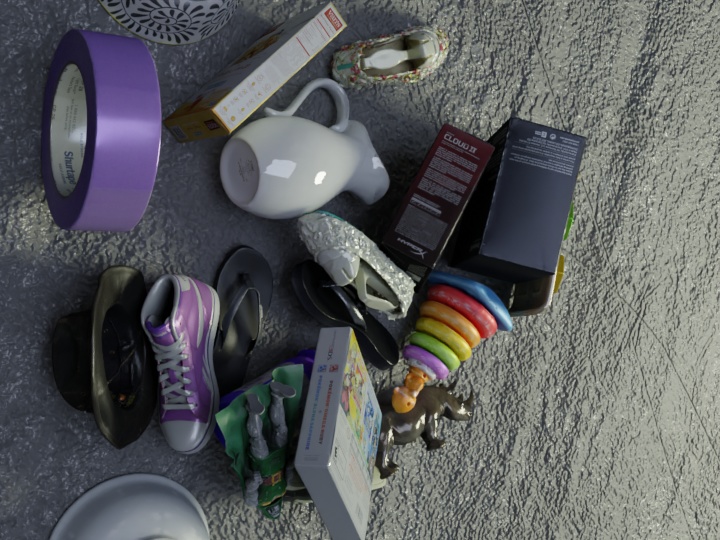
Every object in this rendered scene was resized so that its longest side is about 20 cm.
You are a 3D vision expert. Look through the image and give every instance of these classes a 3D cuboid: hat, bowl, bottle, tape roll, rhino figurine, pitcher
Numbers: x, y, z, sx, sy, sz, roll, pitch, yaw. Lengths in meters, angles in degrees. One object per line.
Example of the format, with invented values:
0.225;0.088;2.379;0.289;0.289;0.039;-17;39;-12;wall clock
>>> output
-0.285;0.093;1.023;0.081;0.201;0.201;-1;94;10;hat
-0.248;0.339;1.069;0.201;0.090;0.201;-3;95;-33;bowl
-0.091;0.147;1.155;0.200;0.084;0.065;-28;87;-45;bottle
-0.202;-0.362;1.057;0.201;0.094;0.201;-1;93;-32;bowl
-0.269;-0.140;0.962;0.066;0.200;0.200;1;92;-34;tape roll
0.083;0.205;1.289;0.200;0.060;0.088;-23;83;-31;rhino figurine
-0.075;-0.152;1.149;0.200;0.121;0.172;-12;81;-42;pitcher

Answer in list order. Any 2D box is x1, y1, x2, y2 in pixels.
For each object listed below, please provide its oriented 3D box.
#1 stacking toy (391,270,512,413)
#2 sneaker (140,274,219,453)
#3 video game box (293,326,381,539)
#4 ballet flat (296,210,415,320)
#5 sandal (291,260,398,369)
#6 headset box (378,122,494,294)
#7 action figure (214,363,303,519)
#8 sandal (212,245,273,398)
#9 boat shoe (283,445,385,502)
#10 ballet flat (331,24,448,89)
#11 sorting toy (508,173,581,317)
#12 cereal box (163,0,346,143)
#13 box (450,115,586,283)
0.101;0.107;1.271;0.116;0.110;0.200;46;71;-35;stacking toy
-0.212;0.103;1.054;0.114;0.073;0.201;36;50;-71;sneaker
-0.021;0.197;1.116;0.200;0.047;0.182;73;23;-48;video game box
0.000;0.000;1.148;0.200;0.072;0.072;36;74;-37;ballet flat
-0.012;0.049;1.205;0.200;0.043;0.076;42;31;-31;sandal
0.096;-0.085;1.224;0.077;0.149;0.200;26;77;2;headset box
-0.103;0.210;1.063;0.118;0.055;0.200;-25;135;-30;action figure
-0.147;0.070;1.146;0.076;0.043;0.200;14;85;-33;sandal
-0.051;0.264;1.216;0.200;0.068;0.072;11;46;-43;boat shoe
0.053;-0.281;1.244;0.200;0.064;0.076;-25;105;-30;ballet flat
0.259;-0.028;1.326;0.036;0.185;0.200;16;85;-3;sorting toy
-0.123;-0.227;1.086;0.200;0.144;0.040;-48;115;-22;cereal box
0.206;-0.086;1.261;0.104;0.200;0.182;15;85;-3;box
